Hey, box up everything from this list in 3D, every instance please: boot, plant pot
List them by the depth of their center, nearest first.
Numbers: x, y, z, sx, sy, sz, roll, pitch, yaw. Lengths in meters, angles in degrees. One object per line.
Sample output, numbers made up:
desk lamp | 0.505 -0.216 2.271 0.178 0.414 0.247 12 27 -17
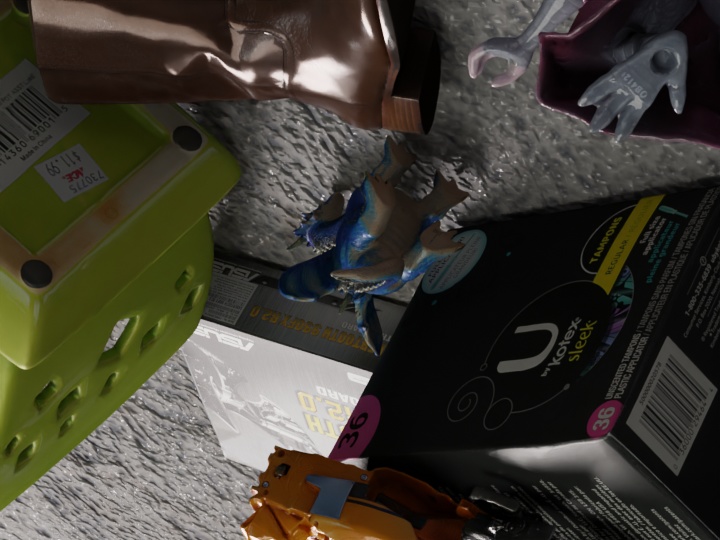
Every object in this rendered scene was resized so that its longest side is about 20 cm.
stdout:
boot | -0.070 -0.124 1.100 0.199 0.065 0.187 9 149 12
plant pot | -0.189 -0.024 1.248 0.199 0.200 0.182 41 143 7

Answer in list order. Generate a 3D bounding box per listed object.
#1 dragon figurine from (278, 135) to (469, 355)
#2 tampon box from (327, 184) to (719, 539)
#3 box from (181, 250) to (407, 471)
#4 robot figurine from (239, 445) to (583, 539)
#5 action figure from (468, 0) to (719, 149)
dragon figurine | 0.000 0.000 1.193 0.059 0.200 0.100 33 113 -10
tampon box | 0.112 0.063 1.174 0.199 0.150 0.126 -10 133 49
box | -0.001 0.075 1.400 0.199 0.048 0.159 17 148 23
robot figurine | 0.047 0.151 1.155 0.199 0.058 0.145 18 151 22
action figure | 0.121 -0.107 0.918 0.133 0.200 0.150 19 109 0
